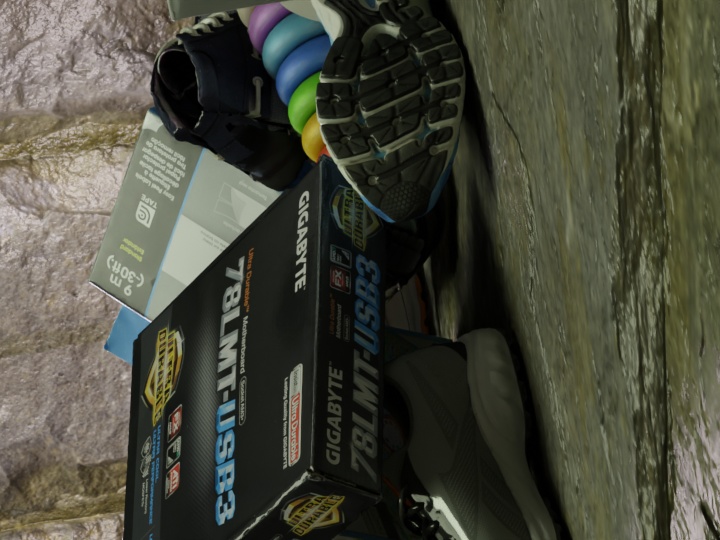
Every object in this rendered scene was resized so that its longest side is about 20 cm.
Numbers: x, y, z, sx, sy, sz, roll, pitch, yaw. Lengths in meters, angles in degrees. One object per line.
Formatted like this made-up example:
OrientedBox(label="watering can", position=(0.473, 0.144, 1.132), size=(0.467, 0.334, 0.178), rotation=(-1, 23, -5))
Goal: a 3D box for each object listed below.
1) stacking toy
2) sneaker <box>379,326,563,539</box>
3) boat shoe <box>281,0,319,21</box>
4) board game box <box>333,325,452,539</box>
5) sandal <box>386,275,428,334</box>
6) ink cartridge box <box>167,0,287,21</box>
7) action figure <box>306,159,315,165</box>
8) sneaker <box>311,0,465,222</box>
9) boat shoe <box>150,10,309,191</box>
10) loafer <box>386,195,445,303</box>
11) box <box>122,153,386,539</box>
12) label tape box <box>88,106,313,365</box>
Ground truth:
OrientedBox(label="stacking toy", position=(-0.009, -0.098, 1.612), size=(0.085, 0.085, 0.201), rotation=(92, 160, -63))
OrientedBox(label="sneaker", position=(0.055, 0.124, 1.290), size=(0.074, 0.079, 0.201), rotation=(93, 165, -56))
OrientedBox(label="boat shoe", position=(-0.013, -0.200, 1.504), size=(0.200, 0.072, 0.069), rotation=(78, -159, -72))
OrientedBox(label="board game box", position=(0.006, 0.098, 1.442), size=(0.200, 0.134, 0.034), rotation=(-106, 36, -52))
OrientedBox(label="sandal", position=(0.004, 0.066, 1.641), size=(0.059, 0.079, 0.208), rotation=(-23, -80, -52))
OrientedBox(label="ink cartridge box", position=(-0.045, -0.235, 1.342), size=(0.088, 0.145, 0.201), rotation=(87, 171, -54))
OrientedBox(label="action figure", position=(-0.053, -0.133, 1.817), size=(0.200, 0.104, 0.194), rotation=(95, 174, -56))
OrientedBox(label="sneaker", position=(0.022, -0.093, 1.375), size=(0.201, 0.078, 0.090), rotation=(-96, -12, -47))
OrientedBox(label="boat shoe", position=(-0.092, -0.141, 1.693), size=(0.075, 0.092, 0.200), rotation=(-50, 38, 23))
OrientedBox(label="loafer", position=(0.000, 0.000, 1.514), size=(0.200, 0.072, 0.063), rotation=(117, 174, -66))
OrientedBox(label="box", position=(-0.057, 0.074, 1.373), size=(0.198, 0.050, 0.201), rotation=(-44, 35, 44))
OrientedBox(label="label tape box", position=(-0.100, 0.007, 1.751), size=(0.066, 0.143, 0.201), rotation=(-21, -43, -59))
